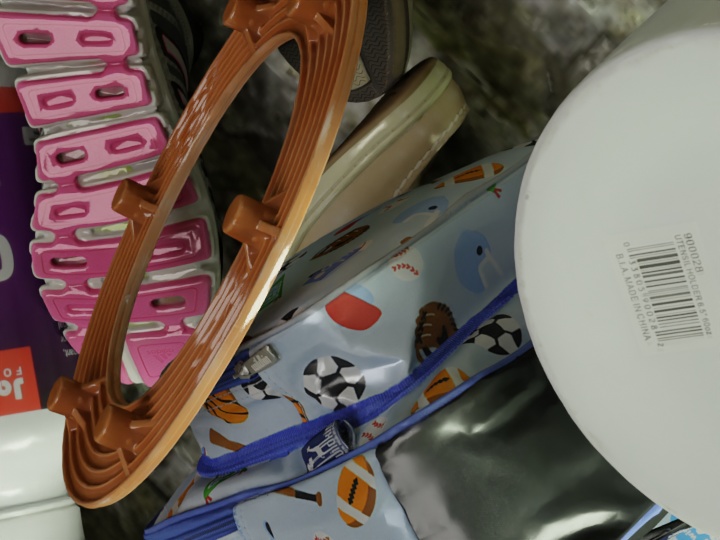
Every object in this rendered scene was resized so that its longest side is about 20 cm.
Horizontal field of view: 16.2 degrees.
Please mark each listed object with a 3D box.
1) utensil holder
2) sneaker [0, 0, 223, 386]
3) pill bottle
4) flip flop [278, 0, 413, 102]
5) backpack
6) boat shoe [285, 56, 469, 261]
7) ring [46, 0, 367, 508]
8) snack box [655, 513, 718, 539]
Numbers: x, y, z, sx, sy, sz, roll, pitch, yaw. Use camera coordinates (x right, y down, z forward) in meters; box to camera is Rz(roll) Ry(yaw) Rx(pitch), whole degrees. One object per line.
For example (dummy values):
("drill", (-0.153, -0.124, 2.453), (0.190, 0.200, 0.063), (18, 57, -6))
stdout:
("utensil holder", (0.158, -0.031, 0.729), (0.169, 0.200, 0.171), (15, 122, 26))
("sneaker", (-0.089, -0.057, 0.959), (0.073, 0.088, 0.201), (-7, 111, 14))
("pill bottle", (-0.164, 0.017, 0.994), (0.112, 0.112, 0.201), (-15, 85, 38))
("flip flop", (-0.009, -0.159, 0.870), (0.081, 0.057, 0.201), (-7, 95, 53))
("backpack", (0.019, 0.058, 0.819), (0.154, 0.200, 0.190), (57, 137, 4))
("boat shoe", (0.000, 0.000, 0.941), (0.065, 0.072, 0.200), (38, 135, 4))
("ring", (-0.054, -0.019, 0.815), (0.019, 0.201, 0.201), (25, 133, -18))
("snack box", (0.109, 0.065, 0.910), (0.142, 0.053, 0.200), (49, 131, 4))
